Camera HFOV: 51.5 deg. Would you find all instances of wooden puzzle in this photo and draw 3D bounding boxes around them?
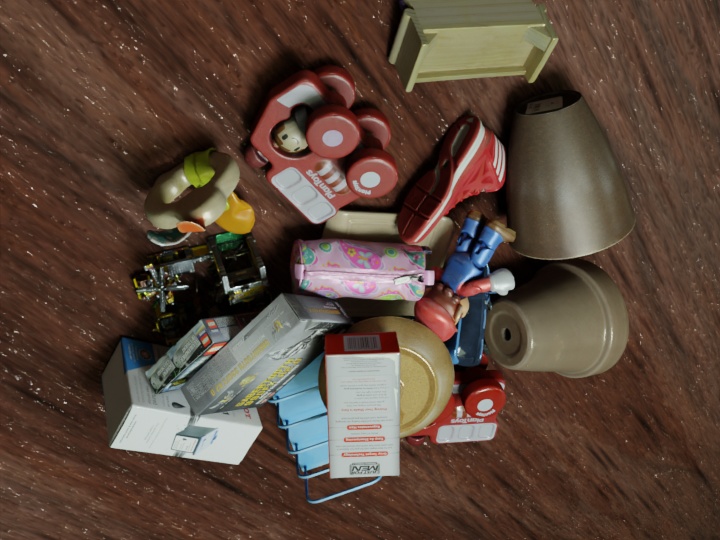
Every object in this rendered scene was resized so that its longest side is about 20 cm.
[{"bbox_3d":[0.028,-0.010,1.141,0.200,0.037,0.185,3,122,-21],"label":"wooden puzzle"}]

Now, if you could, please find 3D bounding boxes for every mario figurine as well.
[{"bbox_3d":[0.153,0.017,1.103,0.106,0.123,0.200,28,95,-10],"label":"mario figurine"}]

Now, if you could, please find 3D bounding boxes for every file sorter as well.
[{"bbox_3d":[-0.056,0.240,1.177,0.139,0.123,0.200,-19,108,-1],"label":"file sorter"}]

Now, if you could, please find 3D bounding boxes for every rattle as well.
[{"bbox_3d":[-0.184,-0.049,0.897,0.130,0.200,0.143,-17,125,-10],"label":"rattle"}]

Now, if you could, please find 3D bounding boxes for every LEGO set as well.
[{"bbox_3d":[-0.201,0.037,1.012,0.200,0.116,0.154,-8,127,-19],"label":"LEGO set"}]

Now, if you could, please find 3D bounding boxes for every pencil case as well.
[{"bbox_3d":[0.000,0.000,1.059,0.200,0.087,0.088,4,123,-15],"label":"pencil case"}]

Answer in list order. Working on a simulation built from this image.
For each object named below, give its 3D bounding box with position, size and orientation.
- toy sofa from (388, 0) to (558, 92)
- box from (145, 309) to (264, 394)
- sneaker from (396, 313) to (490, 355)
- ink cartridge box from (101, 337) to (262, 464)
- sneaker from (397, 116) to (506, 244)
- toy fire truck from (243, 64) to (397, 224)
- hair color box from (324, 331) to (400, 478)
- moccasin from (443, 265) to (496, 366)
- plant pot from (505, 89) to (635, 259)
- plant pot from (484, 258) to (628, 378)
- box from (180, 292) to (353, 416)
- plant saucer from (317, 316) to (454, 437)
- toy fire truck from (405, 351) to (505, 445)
[{"bbox_3d":[0.139,-0.297,0.956,0.200,0.098,0.083,-9,152,-19],"label":"toy sofa"},{"bbox_3d":[-0.182,0.109,1.049,0.137,0.040,0.200,-41,161,29],"label":"box"},{"bbox_3d":[0.137,0.119,1.270,0.200,0.076,0.091,12,125,-21],"label":"sneaker"},{"bbox_3d":[-0.260,0.190,1.081,0.200,0.147,0.086,17,117,-33],"label":"ink cartridge box"},{"bbox_3d":[0.146,-0.110,1.078,0.115,0.078,0.200,26,103,-37],"label":"sneaker"},{"bbox_3d":[-0.056,-0.153,0.956,0.168,0.112,0.200,-28,133,22],"label":"toy fire truck"},{"bbox_3d":[0.003,0.185,1.022,0.101,0.061,0.200,-1,114,-2],"label":"hair color box"},{"bbox_3d":[0.172,0.054,1.178,0.068,0.080,0.200,19,77,-24],"label":"moccasin"},{"bbox_3d":[0.286,-0.148,1.076,0.187,0.187,0.200,-23,117,-7],"label":"plant pot"},{"bbox_3d":[0.298,0.087,1.212,0.174,0.200,0.201,-8,128,-30],"label":"plant pot"},{"bbox_3d":[-0.122,0.115,1.014,0.200,0.048,0.158,-42,160,14],"label":"box"},{"bbox_3d":[0.038,0.165,1.074,0.200,0.035,0.201,-1,109,-2],"label":"plant saucer"},{"bbox_3d":[0.136,0.220,1.209,0.200,0.112,0.168,-3,123,-12],"label":"toy fire truck"}]
